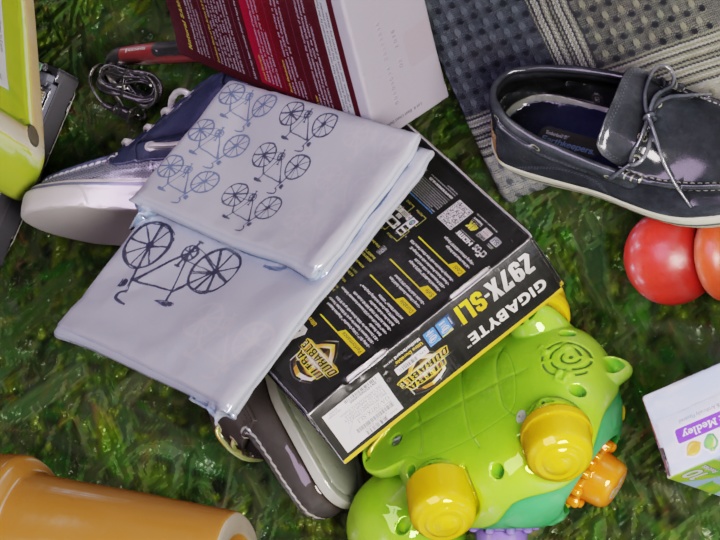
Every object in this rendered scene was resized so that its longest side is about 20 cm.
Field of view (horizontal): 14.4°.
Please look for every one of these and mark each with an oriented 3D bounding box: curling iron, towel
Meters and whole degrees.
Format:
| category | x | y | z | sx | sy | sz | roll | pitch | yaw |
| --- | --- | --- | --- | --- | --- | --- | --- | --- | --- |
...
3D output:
| category | x | y | z | sx | sy | sz | roll | pitch | yaw |
| --- | --- | --- | --- | --- | --- | --- | --- | --- | --- |
| curling iron | -0.081 | -0.131 | 1.808 | 0.200 | 0.026 | 0.050 | -9 | 93 | 23 |
| towel | 0.126 | -0.149 | 1.618 | 0.200 | 0.035 | 0.193 | -17 | 102 | 36 |

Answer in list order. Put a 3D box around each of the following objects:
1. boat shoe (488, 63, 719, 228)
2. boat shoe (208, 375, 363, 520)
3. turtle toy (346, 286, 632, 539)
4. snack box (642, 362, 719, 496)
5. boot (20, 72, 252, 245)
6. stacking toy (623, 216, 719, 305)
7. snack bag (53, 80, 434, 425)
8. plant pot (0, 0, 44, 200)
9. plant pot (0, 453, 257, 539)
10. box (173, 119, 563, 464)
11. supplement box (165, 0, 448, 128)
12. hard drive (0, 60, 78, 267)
| category | x | y | z | sx | sy | sz | roll | pitch | yaw |
| --- | --- | --- | --- | --- | --- | --- | --- | --- | --- |
| boat shoe | 0.156 | -0.073 | 1.564 | 0.200 | 0.062 | 0.075 | 13 | 62 | 30 |
| boat shoe | -0.062 | 0.077 | 1.712 | 0.061 | 0.072 | 0.201 | -39 | 53 | 13 |
| turtle toy | 0.071 | 0.103 | 1.605 | 0.200 | 0.101 | 0.146 | -30 | 37 | 21 |
| snack box | 0.266 | 0.060 | 1.478 | 0.200 | 0.142 | 0.053 | -25 | 66 | 22 |
| boot | -0.117 | -0.071 | 1.792 | 0.200 | 0.073 | 0.090 | -3 | 68 | 22 |
| stacking toy | 0.233 | -0.010 | 1.558 | 0.200 | 0.085 | 0.085 | -3 | 75 | 34 |
| snack bag | -0.076 | -0.017 | 1.645 | 0.189 | 0.021 | 0.200 | 21 | 69 | 48 |
| plant pot | -0.311 | -0.131 | 1.804 | 0.181 | 0.199 | 0.200 | -14 | 69 | 20 |
| plant pot | -0.157 | 0.206 | 1.675 | 0.183 | 0.200 | 0.200 | -2 | 75 | 14 |
| box | 0.000 | 0.000 | 1.630 | 0.160 | 0.049 | 0.200 | -40 | 38 | -4 |
| supplement box | -0.042 | -0.161 | 1.702 | 0.061 | 0.109 | 0.200 | -35 | 39 | -26 |
| hard drive | -0.293 | -0.097 | 1.915 | 0.200 | 0.038 | 0.140 | 21 | 88 | 34 |
